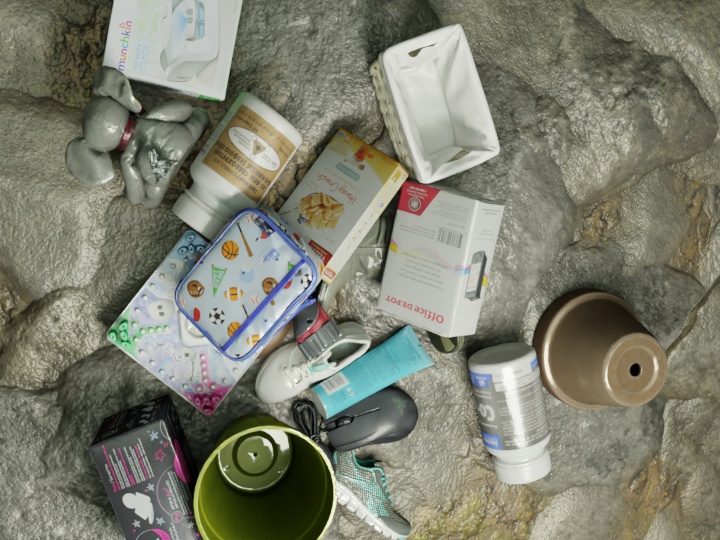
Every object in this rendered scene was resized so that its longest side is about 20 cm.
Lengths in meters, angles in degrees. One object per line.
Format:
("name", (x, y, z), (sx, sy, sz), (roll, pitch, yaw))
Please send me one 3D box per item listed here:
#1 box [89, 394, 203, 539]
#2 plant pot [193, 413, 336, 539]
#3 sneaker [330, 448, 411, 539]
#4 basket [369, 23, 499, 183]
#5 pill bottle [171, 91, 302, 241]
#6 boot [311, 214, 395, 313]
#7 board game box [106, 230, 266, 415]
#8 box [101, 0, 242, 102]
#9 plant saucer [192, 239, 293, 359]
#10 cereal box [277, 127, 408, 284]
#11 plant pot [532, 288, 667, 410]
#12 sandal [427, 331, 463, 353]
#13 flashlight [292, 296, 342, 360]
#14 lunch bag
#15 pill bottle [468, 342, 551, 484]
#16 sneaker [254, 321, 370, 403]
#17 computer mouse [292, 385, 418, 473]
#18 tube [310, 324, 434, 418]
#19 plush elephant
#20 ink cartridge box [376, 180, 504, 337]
("box", (-0.304, 0.310, 1.238), (0.112, 0.132, 0.204), (-18, 100, -6))
("plant pot", (-0.148, 0.302, 1.240), (0.195, 0.193, 0.206), (-1, 96, -12))
("sneaker", (0.018, 0.351, 1.346), (0.199, 0.077, 0.092), (41, 83, -15))
("basket", (0.106, -0.248, 1.268), (0.133, 0.123, 0.204), (-21, 101, -9))
("pill bottle", (-0.182, -0.145, 1.221), (0.113, 0.114, 0.202), (35, 89, -14))
("boot", (0.000, 0.000, 1.305), (0.128, 0.068, 0.204), (18, 92, -19))
("board game box", (-0.238, 0.081, 1.243), (0.199, 0.026, 0.201), (40, 87, -14))
("box", (-0.261, -0.360, 1.189), (0.173, 0.097, 0.205), (11, 95, -16))
("plant saucer", (-0.189, 0.045, 1.282), (0.196, 0.037, 0.206), (-2, 96, -13))
("cereal box", (-0.038, -0.099, 1.249), (0.202, 0.143, 0.039), (-54, 142, -2))
("plant pot", (0.399, 0.143, 1.354), (0.195, 0.175, 0.205), (-2, 98, -12))
("sandal", (0.136, 0.028, 1.342), (0.057, 0.079, 0.206), (-8, 96, -47))
("flashlight", (-0.109, 0.033, 1.235), (0.068, 0.068, 0.201), (-37, 92, -13))
("lunch bag", (-0.150, 0.017, 1.175), (0.160, 0.076, 0.200), (45, 103, 2))
("pill bottle", (0.245, 0.230, 1.360), (0.111, 0.114, 0.205), (-14, 99, -10))
("sneaker", (-0.074, 0.143, 1.292), (0.197, 0.088, 0.076), (-30, 103, -7))
("computer mouse", (0.002, 0.238, 1.315), (0.196, 0.053, 0.141), (-16, 65, -15))
("tube", (0.017, 0.160, 1.314), (0.197, 0.051, 0.078), (-28, 71, -19))
("plush elephant", (-0.316, -0.184, 1.154), (0.153, 0.200, 0.166), (33, 96, -10))
("ink cartridge box", (0.118, -0.020, 1.259), (0.085, 0.146, 0.205), (-2, 107, -50))
